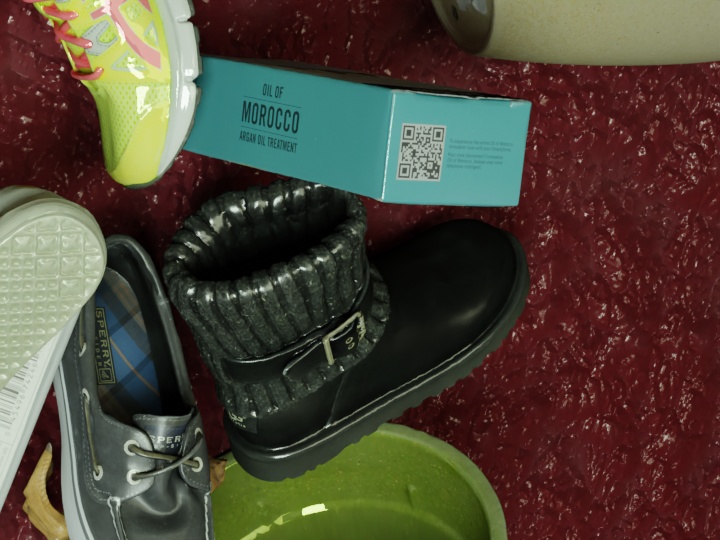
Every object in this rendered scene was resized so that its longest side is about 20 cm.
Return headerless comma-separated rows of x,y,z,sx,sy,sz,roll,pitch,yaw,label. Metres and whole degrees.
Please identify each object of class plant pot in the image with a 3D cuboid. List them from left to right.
-0.007,0.218,0.995,0.199,0.199,0.191,-35,132,-26,plant pot
0.139,-0.187,1.014,0.198,0.187,0.189,-17,111,-18,plant pot

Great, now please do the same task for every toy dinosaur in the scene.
-0.117,0.135,0.909,0.106,0.061,0.201,28,40,-2,toy dinosaur

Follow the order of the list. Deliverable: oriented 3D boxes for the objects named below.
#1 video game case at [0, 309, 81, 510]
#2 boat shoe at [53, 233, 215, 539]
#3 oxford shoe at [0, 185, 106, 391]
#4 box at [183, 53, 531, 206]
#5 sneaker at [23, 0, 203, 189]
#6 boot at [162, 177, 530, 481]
-0.241,0.067,0.838,0.181,0.024,0.202,23,87,-22,video game case
-0.101,0.076,0.885,0.069,0.066,0.202,0,65,-30,boat shoe
-0.193,0.037,0.815,0.200,0.058,0.075,-41,122,2,oxford shoe
-0.015,-0.070,0.893,0.082,0.199,0.050,1,100,-36,box
-0.131,-0.135,0.878,0.090,0.078,0.202,-12,102,-26,sneaker
0.001,0.002,0.971,0.211,0.079,0.159,-38,139,-24,boot
